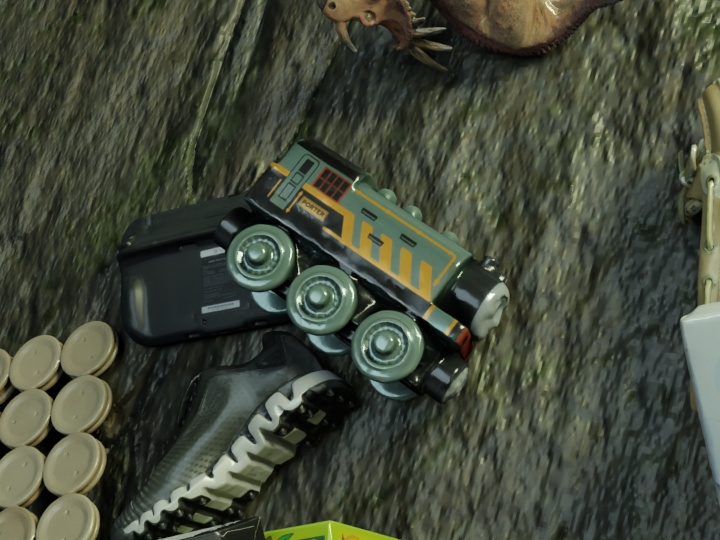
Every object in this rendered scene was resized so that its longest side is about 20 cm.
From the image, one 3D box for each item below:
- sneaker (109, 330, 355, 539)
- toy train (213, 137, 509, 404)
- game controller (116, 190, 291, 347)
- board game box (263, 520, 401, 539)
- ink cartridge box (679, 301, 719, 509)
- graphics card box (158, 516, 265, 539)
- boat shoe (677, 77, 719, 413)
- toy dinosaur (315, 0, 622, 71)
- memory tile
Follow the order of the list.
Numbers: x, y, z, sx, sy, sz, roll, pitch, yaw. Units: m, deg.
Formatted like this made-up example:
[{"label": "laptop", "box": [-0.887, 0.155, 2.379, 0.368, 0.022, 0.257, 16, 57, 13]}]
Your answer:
[{"label": "sneaker", "box": [-0.099, 0.117, 0.819, 0.200, 0.066, 0.091, -41, 54, 7]}, {"label": "toy train", "box": [0.000, 0.000, 0.777, 0.200, 0.085, 0.114, 34, 82, 19]}, {"label": "game controller", "box": [-0.100, -0.004, 0.885, 0.200, 0.042, 0.105, -11, 81, 27]}, {"label": "board game box", "box": [-0.078, 0.203, 0.749, 0.200, 0.102, 0.048, -16, 64, 25]}, {"label": "ink cartridge box", "box": [0.274, 0.082, 0.581, 0.200, 0.047, 0.160, -12, 93, 28]}, {"label": "graphics card box", "box": [-0.135, 0.226, 0.688, 0.200, 0.051, 0.126, -17, 82, 24]}, {"label": "boat shoe", "box": [0.209, -0.017, 0.679, 0.063, 0.073, 0.200, -11, 68, 24]}, {"label": "toy dinosaur", "box": [0.084, -0.187, 0.816, 0.200, 0.086, 0.136, 26, 97, 19]}, {"label": "memory tile", "box": [-0.255, 0.137, 0.903, 0.153, 0.017, 0.200, -16, 52, 19]}]
